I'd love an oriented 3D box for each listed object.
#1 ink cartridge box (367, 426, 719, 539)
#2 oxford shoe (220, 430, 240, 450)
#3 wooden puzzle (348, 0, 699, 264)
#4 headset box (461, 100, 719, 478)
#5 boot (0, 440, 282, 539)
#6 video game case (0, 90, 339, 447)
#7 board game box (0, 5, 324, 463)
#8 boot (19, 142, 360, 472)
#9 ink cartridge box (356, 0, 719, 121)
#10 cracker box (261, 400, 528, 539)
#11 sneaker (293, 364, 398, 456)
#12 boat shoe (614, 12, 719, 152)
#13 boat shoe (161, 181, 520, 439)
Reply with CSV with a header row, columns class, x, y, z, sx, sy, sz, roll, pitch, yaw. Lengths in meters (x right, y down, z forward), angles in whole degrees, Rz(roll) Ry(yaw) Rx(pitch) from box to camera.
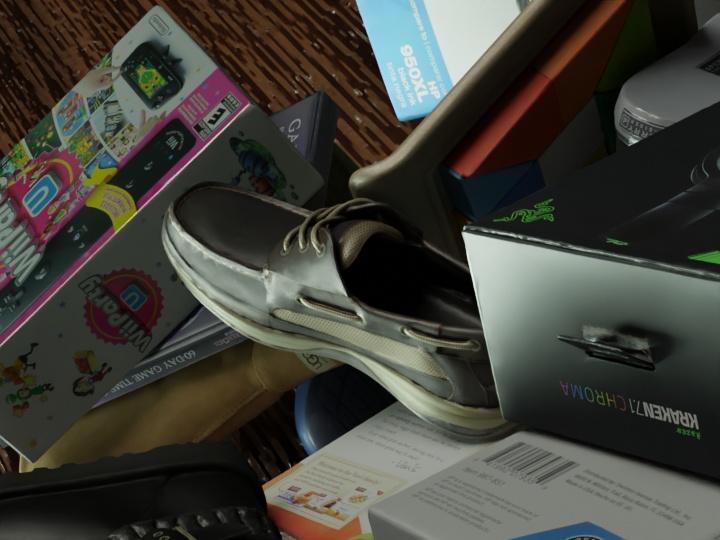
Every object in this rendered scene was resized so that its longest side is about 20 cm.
class,x,y,z,sx,sy,sz,roll,pitch,yaw
ink cartridge box,0.127,0.110,1.093,0.199,0.084,0.145,-24,23,-27
oxford shoe,-0.092,0.099,1.426,0.075,0.071,0.200,-46,31,-15
wooden puzzle,0.091,-0.062,1.294,0.200,0.185,0.037,-44,62,-11
headset box,0.164,0.003,1.093,0.199,0.093,0.174,-26,23,-32
boot,-0.114,0.148,1.114,0.210,0.080,0.158,-18,31,-11
video game case,-0.100,0.000,1.357,0.199,0.019,0.143,-23,39,29
board game box,-0.131,-0.021,1.340,0.200,0.064,0.148,-45,32,1
boot,-0.081,0.031,1.369,0.199,0.066,0.175,-33,24,19
ink cartridge box,0.121,-0.156,1.464,0.199,0.085,0.144,-11,14,39
cracker box,0.062,0.095,1.220,0.199,0.058,0.134,-31,25,-24
sneaker,-0.011,0.044,1.412,0.082,0.074,0.200,-27,26,24
boat shoe,0.184,-0.083,1.316,0.068,0.057,0.200,27,36,31
boat shoe,0.000,0.000,1.217,0.199,0.074,0.075,24,46,19
